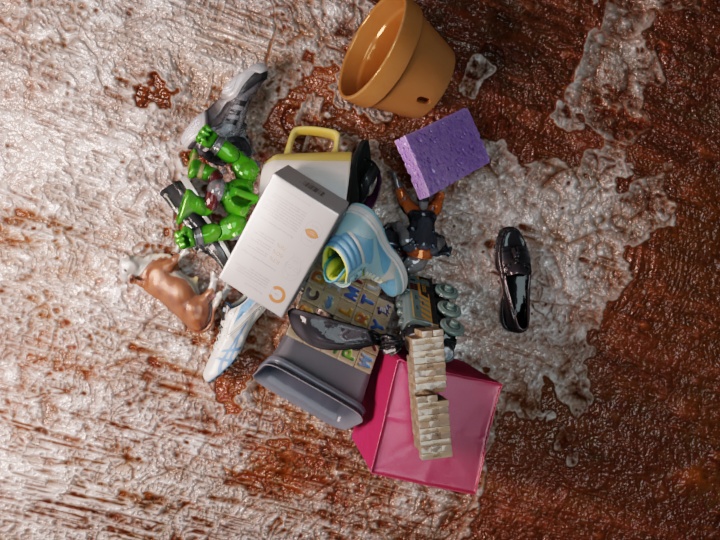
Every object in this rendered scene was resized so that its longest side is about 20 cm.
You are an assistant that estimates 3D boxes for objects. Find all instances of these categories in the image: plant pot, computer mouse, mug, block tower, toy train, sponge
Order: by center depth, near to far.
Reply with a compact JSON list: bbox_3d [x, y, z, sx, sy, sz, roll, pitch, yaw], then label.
[{"bbox_3d":[0.109,0.195,1.229,0.053,0.058,0.204,-5,92,-9],"label":"block tower"},{"bbox_3d":[-0.030,0.112,1.265,0.197,0.138,0.054,16,88,-2],"label":"computer mouse"},{"bbox_3d":[0.072,-0.359,1.333,0.139,0.200,0.203,24,89,-25],"label":"plant pot"},{"bbox_3d":[-0.096,-0.150,1.353,0.150,0.188,0.151,6,125,-1],"label":"mug"},{"bbox_3d":[0.117,0.083,1.361,0.112,0.201,0.086,13,122,-8],"label":"toy train"},{"bbox_3d":[0.151,-0.213,1.372,0.199,0.030,0.113,-31,98,-42],"label":"sponge"}]

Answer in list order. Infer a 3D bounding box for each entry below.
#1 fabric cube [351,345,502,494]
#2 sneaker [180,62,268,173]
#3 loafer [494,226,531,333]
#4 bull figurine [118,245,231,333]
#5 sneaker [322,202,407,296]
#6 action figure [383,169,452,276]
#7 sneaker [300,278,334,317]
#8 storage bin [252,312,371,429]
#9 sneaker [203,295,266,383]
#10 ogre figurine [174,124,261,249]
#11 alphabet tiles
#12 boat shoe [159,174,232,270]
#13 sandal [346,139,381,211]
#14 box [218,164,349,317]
[{"bbox_3d":[0.111,0.253,1.359,0.193,0.199,0.203,15,90,-9],"label":"fabric cube"},{"bbox_3d":[-0.211,-0.261,1.344,0.200,0.075,0.114,-45,99,1],"label":"sneaker"},{"bbox_3d":[0.297,0.018,1.445,0.071,0.063,0.204,-5,94,-9],"label":"loafer"},{"bbox_3d":[-0.324,0.017,1.341,0.200,0.065,0.122,43,90,-10],"label":"bull figurine"},{"bbox_3d":[0.000,0.000,1.292,0.131,0.079,0.201,-52,130,-26],"label":"sneaker"},{"bbox_3d":[0.082,-0.089,1.387,0.197,0.105,0.197,1,83,-12],"label":"action figure"},{"bbox_3d":[-0.036,0.020,1.384,0.200,0.076,0.116,38,89,-7],"label":"sneaker"},{"bbox_3d":[-0.071,0.173,1.368,0.198,0.146,0.135,32,61,-9],"label":"storage bin"},{"bbox_3d":[-0.228,0.104,1.359,0.072,0.072,0.202,31,84,-15],"label":"sneaker"},{"bbox_3d":[-0.236,-0.127,1.282,0.118,0.098,0.203,15,62,-20],"label":"ogre figurine"},{"bbox_3d":[-0.022,0.056,1.346,0.165,0.008,0.202,26,69,-14],"label":"alphabet tiles"},{"bbox_3d":[-0.279,-0.067,1.345,0.060,0.076,0.202,-31,86,-7],"label":"boat shoe"},{"bbox_3d":[0.010,-0.135,1.366,0.047,0.075,0.204,2,74,17],"label":"sandal"},{"bbox_3d":[-0.123,-0.049,1.249,0.123,0.098,0.202,31,108,-1],"label":"box"}]
